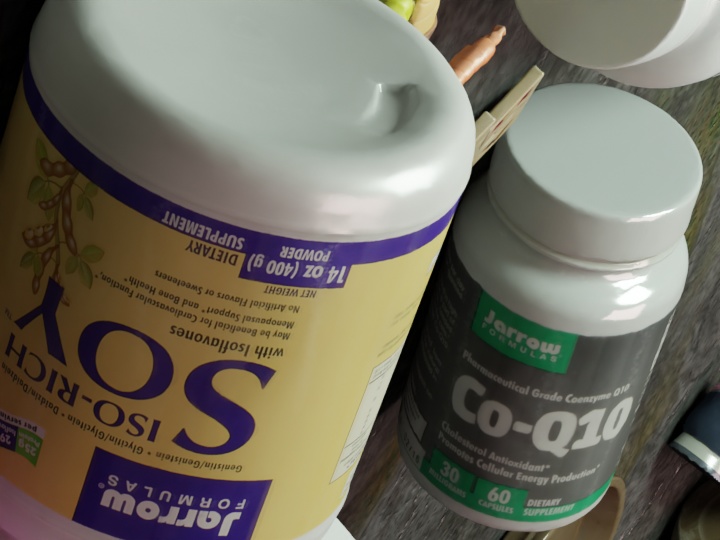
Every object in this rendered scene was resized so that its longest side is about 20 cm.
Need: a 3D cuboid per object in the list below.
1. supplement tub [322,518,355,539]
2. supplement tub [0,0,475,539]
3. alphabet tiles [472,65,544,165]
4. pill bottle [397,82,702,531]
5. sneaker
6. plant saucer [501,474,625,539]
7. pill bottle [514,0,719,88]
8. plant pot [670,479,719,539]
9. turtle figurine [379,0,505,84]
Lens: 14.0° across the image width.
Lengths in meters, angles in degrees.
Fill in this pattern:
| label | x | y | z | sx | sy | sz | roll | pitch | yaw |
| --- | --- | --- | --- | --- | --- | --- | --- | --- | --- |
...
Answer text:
| label | x | y | z | sx | sy | sz | roll | pitch | yaw |
| --- | --- | --- | --- | --- | --- | --- | --- | --- | --- |
| supplement tub | -0.085 | 0.165 | 1.116 | 0.200 | 0.123 | 0.123 | -39 | 161 | 2 |
| supplement tub | -0.057 | 0.011 | 0.952 | 0.145 | 0.145 | 0.201 | -31 | 148 | -53 |
| alphabet tiles | 0.000 | 0.000 | 1.179 | 0.200 | 0.008 | 0.167 | -47 | 177 | -8 |
| pill bottle | 0.089 | 0.018 | 1.385 | 0.113 | 0.113 | 0.201 | -39 | 153 | -43 |
| sneaker | 0.281 | 0.117 | 2.095 | 0.082 | 0.070 | 0.200 | -56 | 163 | 3 |
| plant saucer | 0.101 | 0.209 | 1.850 | 0.200 | 0.029 | 0.201 | -49 | 160 | -24 |
| pill bottle | 0.141 | -0.138 | 1.272 | 0.200 | 0.111 | 0.112 | -20 | 139 | -61 |
| plant pot | 0.300 | 0.250 | 2.217 | 0.200 | 0.199 | 0.174 | -45 | 141 | -33 |
| turtle figurine | 0.006 | -0.083 | 1.070 | 0.201 | 0.064 | 0.162 | -83 | -167 | -48 |
